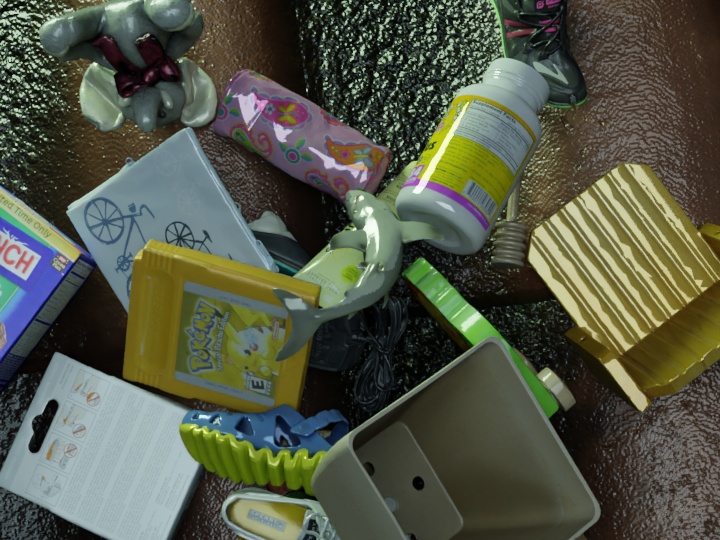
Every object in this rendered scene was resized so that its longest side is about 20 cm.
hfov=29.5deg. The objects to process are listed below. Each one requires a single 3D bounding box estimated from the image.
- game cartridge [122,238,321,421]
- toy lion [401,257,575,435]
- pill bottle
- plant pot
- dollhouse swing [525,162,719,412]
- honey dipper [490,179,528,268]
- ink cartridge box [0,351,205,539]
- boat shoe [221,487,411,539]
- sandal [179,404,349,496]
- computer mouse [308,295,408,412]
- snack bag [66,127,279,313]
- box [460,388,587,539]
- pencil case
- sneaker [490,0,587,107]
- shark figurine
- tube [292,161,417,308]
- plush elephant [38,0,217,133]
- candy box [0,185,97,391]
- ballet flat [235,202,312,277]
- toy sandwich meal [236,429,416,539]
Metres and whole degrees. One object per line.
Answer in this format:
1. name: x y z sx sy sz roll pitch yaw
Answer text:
1. game cartridge: -0.150 0.068 1.443 0.199 0.032 0.177 14 122 5
2. toy lion: 0.118 0.069 1.406 0.069 0.200 0.192 -40 101 -3
3. pill bottle: 0.124 -0.123 1.437 0.104 0.104 0.201 29 71 5
4. plant pot: 0.069 0.211 1.305 0.200 0.177 0.200 -31 90 -32
5. dollhouse swing: 0.297 0.001 1.422 0.200 0.182 0.176 -36 104 -1
6. honey dipper: 0.172 -0.103 1.499 0.038 0.038 0.201 7 81 3
7. ink cartridge box: -0.270 0.200 1.480 0.199 0.047 0.161 23 85 7
8. boat shoe: -0.046 0.263 1.374 0.201 0.086 0.075 18 84 7
9. sandal: -0.091 0.178 1.427 0.199 0.080 0.087 13 53 6
10. computer mouse: -0.052 0.066 1.476 0.199 0.053 0.139 13 111 5
11. snack bag: -0.203 -0.035 1.459 0.200 0.021 0.189 -32 90 28
12. box: 0.134 0.229 1.408 0.021 0.163 0.200 -29 82 -36
13. pencil case: -0.066 -0.142 1.491 0.199 0.087 0.088 30 86 6
14. sneaker: 0.192 -0.269 1.488 0.076 0.084 0.201 -22 83 -15
15. shark figurine: 0.005 0.015 1.369 0.127 0.090 0.215 15 47 18
16. tube: 0.013 -0.035 1.457 0.200 0.058 0.052 -47 107 -22
17. plush elephant: -0.237 -0.216 1.477 0.164 0.200 0.156 -12 106 2
18. candy box: -0.416 0.016 1.489 0.169 0.077 0.200 36 85 7
19. ballet flat: -0.128 -0.038 1.488 0.199 0.073 0.073 14 84 8
20. toy sandwich meal: -0.038 0.267 1.447 0.204 0.070 0.207 0 84 2
